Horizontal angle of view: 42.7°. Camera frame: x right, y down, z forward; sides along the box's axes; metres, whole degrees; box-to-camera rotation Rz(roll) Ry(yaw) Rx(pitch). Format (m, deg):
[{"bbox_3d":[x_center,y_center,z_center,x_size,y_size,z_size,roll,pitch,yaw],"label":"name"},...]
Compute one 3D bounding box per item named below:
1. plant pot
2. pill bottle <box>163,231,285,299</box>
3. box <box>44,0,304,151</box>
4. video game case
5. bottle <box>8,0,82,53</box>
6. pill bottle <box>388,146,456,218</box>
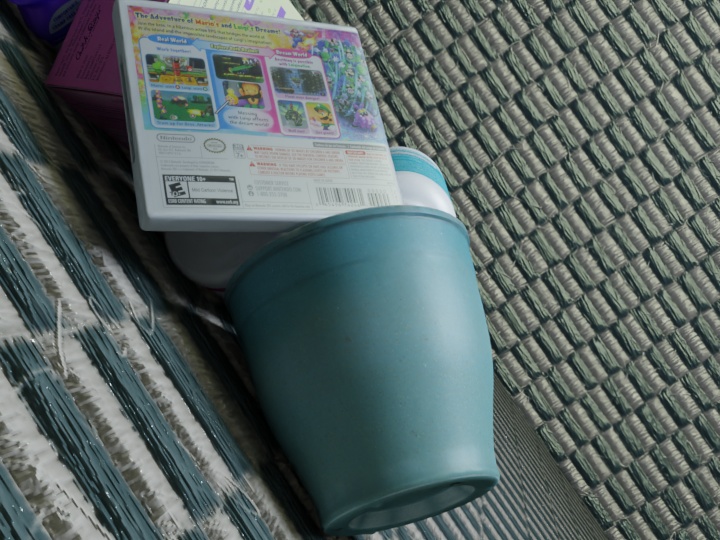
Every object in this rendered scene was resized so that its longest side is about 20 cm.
[{"bbox_3d":[0.012,0.086,0.683,0.200,0.197,0.191,40,31,-62],"label":"plant pot"},{"bbox_3d":[-0.074,-0.014,0.803,0.114,0.113,0.200,58,8,27],"label":"pill bottle"},{"bbox_3d":[-0.144,-0.183,0.800,0.095,0.179,0.200,12,-15,29],"label":"box"},{"bbox_3d":[-0.073,-0.112,0.673,0.197,0.024,0.185,0,63,-27],"label":"video game case"},{"bbox_3d":[-0.245,-0.229,0.781,0.066,0.083,0.200,58,7,25],"label":"bottle"},{"bbox_3d":[0.041,-0.055,0.939,0.111,0.110,0.200,52,11,-13],"label":"pill bottle"}]
